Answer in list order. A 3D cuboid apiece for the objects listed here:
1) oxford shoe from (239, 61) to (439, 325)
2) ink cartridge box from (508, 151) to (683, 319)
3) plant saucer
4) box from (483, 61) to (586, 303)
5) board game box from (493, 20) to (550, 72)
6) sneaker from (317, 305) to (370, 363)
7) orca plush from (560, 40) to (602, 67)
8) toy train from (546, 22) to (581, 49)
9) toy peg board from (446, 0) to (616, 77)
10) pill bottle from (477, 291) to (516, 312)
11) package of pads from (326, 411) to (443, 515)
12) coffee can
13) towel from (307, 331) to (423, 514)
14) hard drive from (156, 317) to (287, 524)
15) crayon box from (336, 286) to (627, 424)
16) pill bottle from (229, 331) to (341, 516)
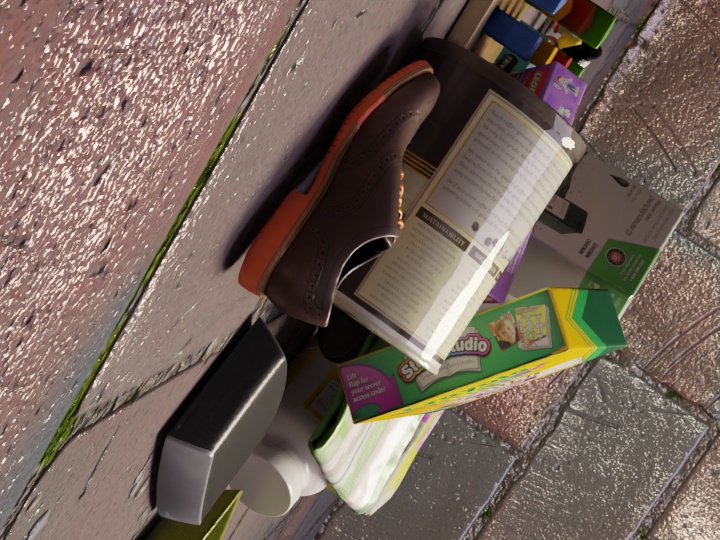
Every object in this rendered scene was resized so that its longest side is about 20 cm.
[{"bbox_3d":[0.003,-0.051,0.949,0.201,0.072,0.071,-55,172,-17],"label":"oxford shoe"},{"bbox_3d":[0.180,-0.043,1.339,0.146,0.199,0.085,-49,167,-42],"label":"ink cartridge box"},{"bbox_3d":[-0.197,0.299,1.286,0.200,0.048,0.201,-51,170,-40],"label":"plant saucer"},{"bbox_3d":[0.101,-0.070,1.189,0.136,0.039,0.202,-2,-118,60],"label":"box"},{"bbox_3d":[0.099,-0.132,1.384,0.200,0.047,0.152,-51,171,-39],"label":"board game box"},{"bbox_3d":[0.000,0.000,1.286,0.079,0.075,0.202,-16,137,-54],"label":"sneaker"},{"bbox_3d":[0.176,-0.187,1.557,0.199,0.106,0.071,-35,140,21],"label":"orca plush"},{"bbox_3d":[0.221,-0.242,1.715,0.200,0.055,0.151,-48,170,-34],"label":"toy train"},{"bbox_3d":[0.178,-0.249,1.214,0.201,0.097,0.199,-58,173,11],"label":"toy peg board"},{"bbox_3d":[0.125,0.040,1.439,0.120,0.119,0.200,-58,175,17],"label":"pill bottle"},{"bbox_3d":[0.003,0.145,1.524,0.201,0.154,0.068,-60,171,29],"label":"package of pads"},{"bbox_3d":[0.052,-0.047,1.056,0.201,0.145,0.146,-56,173,-2],"label":"coffee can"},{"bbox_3d":[0.015,0.139,1.336,0.150,0.030,0.200,-61,159,-16],"label":"towel"},{"bbox_3d":[-0.111,0.131,1.151,0.135,0.042,0.201,-53,172,-26],"label":"hard drive"},{"bbox_3d":[0.106,0.073,1.214,0.198,0.059,0.172,-22,170,24],"label":"crayon box"},{"bbox_3d":[-0.049,0.145,1.382,0.200,0.104,0.105,-48,169,-47],"label":"pill bottle"}]
